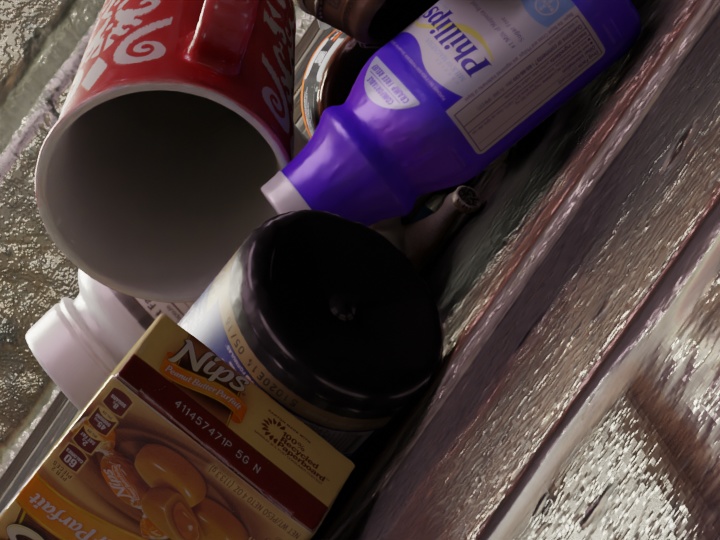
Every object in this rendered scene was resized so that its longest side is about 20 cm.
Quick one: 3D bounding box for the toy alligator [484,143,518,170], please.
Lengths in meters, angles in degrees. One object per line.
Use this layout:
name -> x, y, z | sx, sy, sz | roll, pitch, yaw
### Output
toy alligator -> 0.071, -0.084, 1.373 | 0.200, 0.059, 0.054 | -84, -16, -59

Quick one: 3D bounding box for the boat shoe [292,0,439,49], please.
boat shoe -> 0.047, -0.145, 1.343 | 0.202, 0.075, 0.075 | -13, -44, -46

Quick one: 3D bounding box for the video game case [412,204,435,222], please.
video game case -> -0.012, 0.021, 1.549 | 0.143, 0.018, 0.200 | -57, 8, -3

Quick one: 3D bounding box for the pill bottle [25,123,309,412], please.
pill bottle -> -0.092, 0.004, 1.489 | 0.200, 0.114, 0.114 | -43, 8, 2

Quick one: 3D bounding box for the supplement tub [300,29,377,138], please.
supplement tub -> 0.018, -0.103, 1.543 | 0.107, 0.107, 0.200 | -56, 8, 1

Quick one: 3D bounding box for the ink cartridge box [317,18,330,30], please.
ink cartridge box -> 0.020, -0.206, 1.383 | 0.116, 0.067, 0.200 | -43, -30, -15

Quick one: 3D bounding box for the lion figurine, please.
lion figurine -> 0.000, 0.000, 1.380 | 0.200, 0.072, 0.123 | -32, -18, -47

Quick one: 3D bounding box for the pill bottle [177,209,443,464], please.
pill bottle -> -0.053, 0.069, 1.254 | 0.200, 0.112, 0.112 | -48, 11, 42

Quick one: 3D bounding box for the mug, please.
mug -> -0.078, -0.105, 1.367 | 0.177, 0.133, 0.200 | -37, 24, 24

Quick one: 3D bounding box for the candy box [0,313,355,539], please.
candy box -> -0.103, 0.122, 1.206 | 0.200, 0.115, 0.055 | -49, 3, 41

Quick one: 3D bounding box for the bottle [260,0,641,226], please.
bottle -> 0.041, -0.085, 1.263 | 0.200, 0.065, 0.084 | -39, 43, 1
